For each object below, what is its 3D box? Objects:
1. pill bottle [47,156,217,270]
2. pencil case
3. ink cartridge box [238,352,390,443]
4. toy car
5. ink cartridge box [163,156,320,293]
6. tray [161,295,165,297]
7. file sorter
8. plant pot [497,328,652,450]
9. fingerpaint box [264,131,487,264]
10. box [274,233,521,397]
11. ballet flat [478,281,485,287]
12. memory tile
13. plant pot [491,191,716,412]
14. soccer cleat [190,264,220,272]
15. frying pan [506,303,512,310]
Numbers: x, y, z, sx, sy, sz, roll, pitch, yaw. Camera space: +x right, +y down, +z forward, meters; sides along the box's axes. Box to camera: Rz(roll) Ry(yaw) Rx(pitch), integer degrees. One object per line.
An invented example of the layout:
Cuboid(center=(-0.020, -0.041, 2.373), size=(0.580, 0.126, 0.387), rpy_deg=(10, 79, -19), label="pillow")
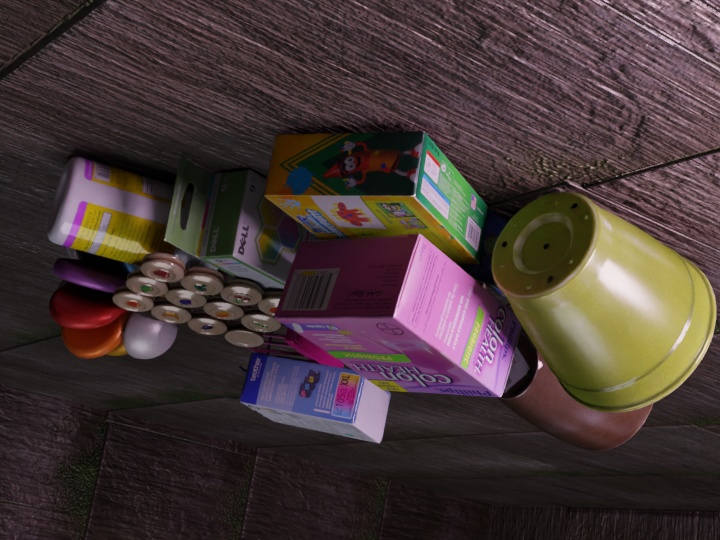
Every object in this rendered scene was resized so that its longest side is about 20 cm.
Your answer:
Cuboid(center=(-0.257, -0.058, 1.360), size=(0.199, 0.105, 0.104), rpy_deg=(16, 162, -21), label="pill bottle")
Cuboid(center=(0.180, -0.003, 1.348), size=(0.087, 0.078, 0.200), rpy_deg=(3, 164, 39), label="pencil case")
Cuboid(center=(-0.074, 0.172, 1.588), size=(0.199, 0.077, 0.136), rpy_deg=(7, 163, 19), label="ink cartridge box")
Cuboid(center=(-0.323, 0.016, 1.457), size=(0.175, 0.201, 0.150), rpy_deg=(19, -167, 27), label="toy car")
Cuboid(center=(-0.127, -0.049, 1.320), size=(0.059, 0.104, 0.200), rpy_deg=(-3, 159, 35), label="ink cartridge box")
Cuboid(center=(-0.307, 0.010, 1.662), size=(0.099, 0.037, 0.200), rpy_deg=(40, 168, 13), label="tray")
Cuboid(center=(-0.098, 0.049, 1.578), size=(0.125, 0.139, 0.200), rpy_deg=(7, 164, 19), label="file sorter")
Cuboid(center=(0.258, 0.137, 1.534), size=(0.200, 0.188, 0.187), rpy_deg=(14, 165, -43), label="plant pot")
Cuboid(center=(0.021, -0.074, 1.207), size=(0.166, 0.074, 0.200), rpy_deg=(1, 162, 26), label="fingerpaint box")
Cuboid(center=(0.043, 0.052, 1.257), size=(0.176, 0.097, 0.200), rpy_deg=(-2, 152, 43), label="box")
Cuboid(center=(0.075, 0.026, 1.529), size=(0.199, 0.070, 0.069), rpy_deg=(8, 164, -14), label="ballet flat")
Cuboid(center=(-0.184, 0.039, 1.379), size=(0.199, 0.017, 0.153), rpy_deg=(19, 150, -25), label="memory tile")
Cuboid(center=(0.243, 0.018, 1.235), size=(0.200, 0.201, 0.193), rpy_deg=(-7, 145, 43), label="plant pot")
Cuboid(center=(-0.239, 0.006, 1.644), size=(0.081, 0.068, 0.200), rpy_deg=(21, 164, 4), label="soccer cleat")
Cuboid(center=(0.213, 0.047, 1.500), size=(0.115, 0.031, 0.190), rpy_deg=(-29, 170, -22), label="frying pan")
